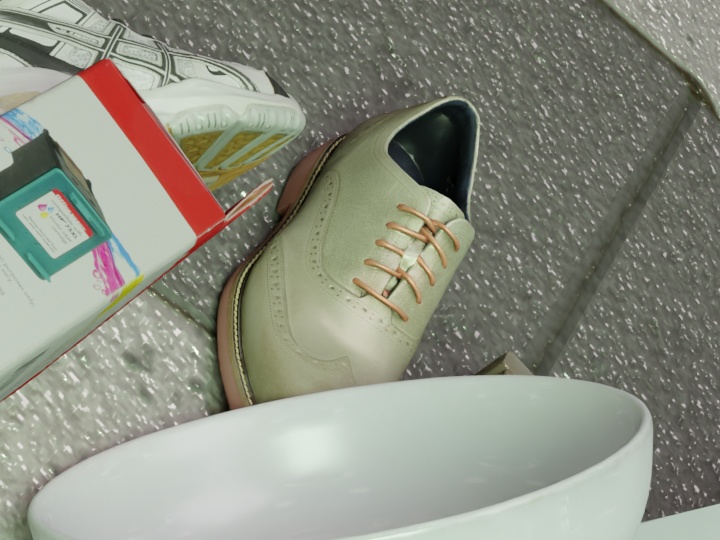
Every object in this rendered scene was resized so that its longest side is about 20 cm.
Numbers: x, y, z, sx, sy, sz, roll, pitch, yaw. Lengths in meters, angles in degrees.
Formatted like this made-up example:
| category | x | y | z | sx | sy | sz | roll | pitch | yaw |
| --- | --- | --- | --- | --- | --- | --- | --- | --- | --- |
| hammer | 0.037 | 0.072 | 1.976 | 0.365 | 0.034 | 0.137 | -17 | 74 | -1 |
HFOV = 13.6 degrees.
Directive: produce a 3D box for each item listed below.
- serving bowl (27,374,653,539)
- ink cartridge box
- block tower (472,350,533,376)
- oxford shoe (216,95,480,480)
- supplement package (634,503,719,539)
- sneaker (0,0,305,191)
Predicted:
| category | x | y | z | sx | sy | sz | roll | pitch | yaw |
| --- | --- | --- | --- | --- | --- | --- | --- | --- | --- |
| serving bowl | -0.003 | 0.089 | 0.952 | 0.200 | 0.199 | 0.066 | -25 | 110 | -57 |
| ink cartridge box | -0.122 | 0.006 | 0.918 | 0.067 | 0.116 | 0.200 | 53 | 32 | 0 |
| block tower | 0.028 | 0.111 | 1.072 | 0.058 | 0.054 | 0.200 | 47 | 34 | -13 |
| oxford shoe | 0.000 | 0.000 | 1.116 | 0.071 | 0.074 | 0.201 | 40 | 36 | -21 |
| supplement package | 0.173 | 0.206 | 1.030 | 0.192 | 0.146 | 0.200 | -87 | 154 | -44 |
| sneaker | -0.098 | -0.071 | 1.055 | 0.200 | 0.076 | 0.088 | -2 | 62 | -53 |
